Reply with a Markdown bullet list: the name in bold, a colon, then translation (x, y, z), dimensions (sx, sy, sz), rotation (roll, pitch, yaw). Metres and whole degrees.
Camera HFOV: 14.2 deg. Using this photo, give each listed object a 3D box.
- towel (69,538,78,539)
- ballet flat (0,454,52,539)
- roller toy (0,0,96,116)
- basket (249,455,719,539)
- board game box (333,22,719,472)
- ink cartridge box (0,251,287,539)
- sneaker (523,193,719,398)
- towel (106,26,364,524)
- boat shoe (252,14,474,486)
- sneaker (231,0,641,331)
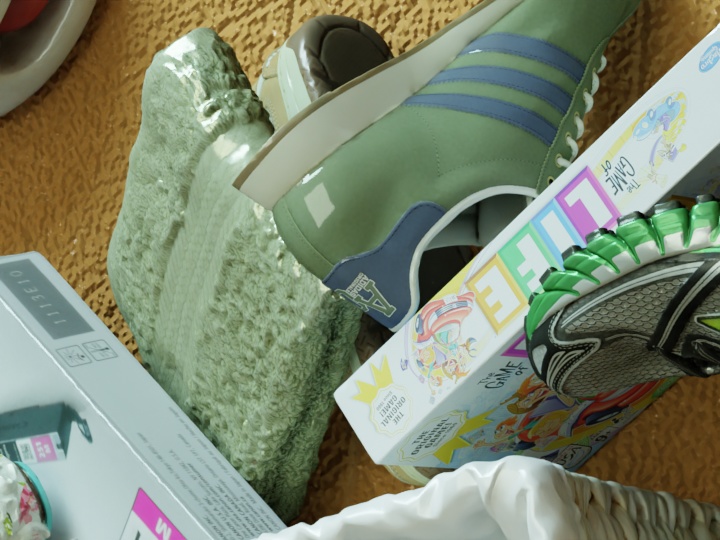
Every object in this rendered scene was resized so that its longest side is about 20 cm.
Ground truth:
- **towel**: translation (-0.094, 0.236, 1.107), dimensions (0.032, 0.191, 0.200), rotation (-12, 39, -3)
- **ballet flat**: translation (-0.185, 0.144, 1.227), dimensions (0.076, 0.064, 0.200), rotation (52, 143, 23)
- **roller toy**: translation (-0.215, -0.160, 1.287), dimensions (0.200, 0.140, 0.183), rotation (-27, 70, 30)
- **basket**: translation (0.043, 0.187, 1.049), dimensions (0.200, 0.161, 0.199), rotation (-21, 73, 33)
- **board game box**: translation (0.101, -0.001, 1.045), dimensions (0.200, 0.134, 0.034), rotation (-44, 62, 24)
- **ink cartridge box**: translation (-0.121, 0.119, 1.217), dimensions (0.200, 0.044, 0.174), rotation (45, 127, 31)
- **sneaker**: translation (0.139, 0.016, 0.922), dimensions (0.200, 0.078, 0.085), rotation (-13, 77, 35)
- **towel**: translation (-0.056, 0.010, 1.160), dimensions (0.148, 0.036, 0.200), rotation (59, 153, 23)
- **boat shoe**: translation (0.000, 0.000, 1.167), dimensions (0.076, 0.072, 0.200), rotation (-35, 60, 44)
- **sneaker**: translation (0.050, -0.048, 1.080), dimensions (0.090, 0.200, 0.067), rotation (52, 148, 7)
